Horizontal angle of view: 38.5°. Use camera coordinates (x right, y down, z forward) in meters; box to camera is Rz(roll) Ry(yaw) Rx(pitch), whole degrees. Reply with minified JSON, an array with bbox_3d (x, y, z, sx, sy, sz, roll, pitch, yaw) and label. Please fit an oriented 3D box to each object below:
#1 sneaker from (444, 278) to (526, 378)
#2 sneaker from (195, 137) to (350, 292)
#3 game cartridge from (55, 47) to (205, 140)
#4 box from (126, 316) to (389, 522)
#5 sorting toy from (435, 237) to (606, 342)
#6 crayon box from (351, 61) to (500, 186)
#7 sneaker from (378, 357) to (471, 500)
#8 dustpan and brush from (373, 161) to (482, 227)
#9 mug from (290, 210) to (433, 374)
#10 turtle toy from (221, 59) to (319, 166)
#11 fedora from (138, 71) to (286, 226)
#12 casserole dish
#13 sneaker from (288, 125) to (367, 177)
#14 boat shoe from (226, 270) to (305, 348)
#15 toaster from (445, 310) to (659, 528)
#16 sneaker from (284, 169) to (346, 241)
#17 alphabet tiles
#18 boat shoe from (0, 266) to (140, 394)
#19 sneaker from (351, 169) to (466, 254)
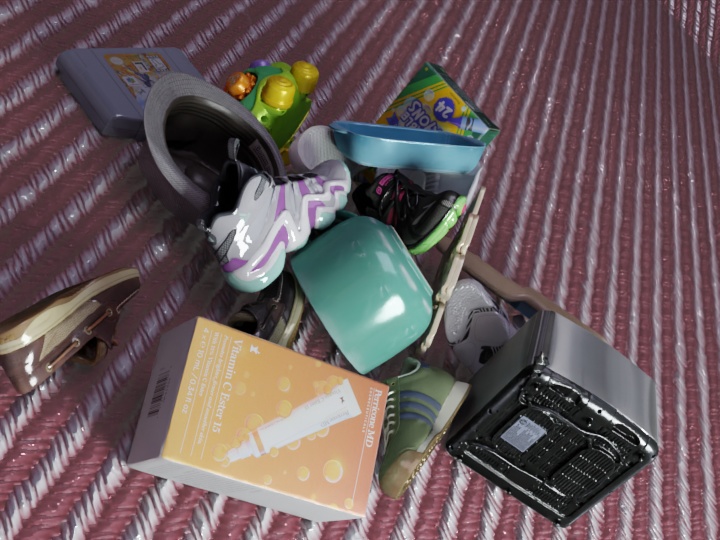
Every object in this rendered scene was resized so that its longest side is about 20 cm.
[{"bbox_3d":[0.158,0.078,1.254,0.201,0.074,0.115,60,18,-24],"label":"sneaker"},{"bbox_3d":[-0.096,-0.090,1.094,0.201,0.077,0.141,-52,126,-33],"label":"sneaker"},{"bbox_3d":[-0.262,-0.220,1.276,0.133,0.042,0.199,47,34,19],"label":"game cartridge"},{"bbox_3d":[-0.089,0.138,0.924,0.198,0.097,0.126,22,67,-24],"label":"box"},{"bbox_3d":[0.206,0.036,1.350,0.199,0.037,0.185,28,8,-38],"label":"sorting toy"},{"bbox_3d":[0.072,-0.156,1.364,0.126,0.200,0.051,49,23,17],"label":"crayon box"},{"bbox_3d":[0.045,0.160,1.105,0.089,0.068,0.200,32,35,10],"label":"sneaker"},{"bbox_3d":[0.061,-0.054,1.294,0.138,0.203,0.057,14,0,28],"label":"dustpan and brush"},{"bbox_3d":[0.002,0.004,1.128,0.186,0.114,0.152,58,4,1],"label":"mug"},{"bbox_3d":[-0.121,-0.207,1.311,0.100,0.147,0.200,26,31,8],"label":"turtle toy"},{"bbox_3d":[-0.180,-0.118,1.169,0.199,0.090,0.179,28,47,-31],"label":"fedora"},{"bbox_3d":[0.056,-0.146,1.233,0.197,0.039,0.121,2,17,-21],"label":"casserole dish"},{"bbox_3d":[-0.046,-0.132,1.287,0.199,0.081,0.075,-15,78,-62],"label":"sneaker"},{"bbox_3d":[-0.105,0.062,1.060,0.064,0.073,0.201,32,34,-19],"label":"boat shoe"},{"bbox_3d":[0.218,0.162,1.142,0.180,0.201,0.119,32,38,-8],"label":"toaster"},{"bbox_3d":[-0.038,-0.057,1.267,0.200,0.074,0.079,42,28,4],"label":"sneaker"},{"bbox_3d":[0.101,0.003,1.212,0.014,0.200,0.198,20,76,0],"label":"alphabet tiles"},{"bbox_3d":[-0.259,0.054,0.942,0.073,0.071,0.200,68,21,-9],"label":"boat shoe"},{"bbox_3d":[0.047,-0.071,1.189,0.084,0.199,0.077,49,68,-22],"label":"sneaker"}]
